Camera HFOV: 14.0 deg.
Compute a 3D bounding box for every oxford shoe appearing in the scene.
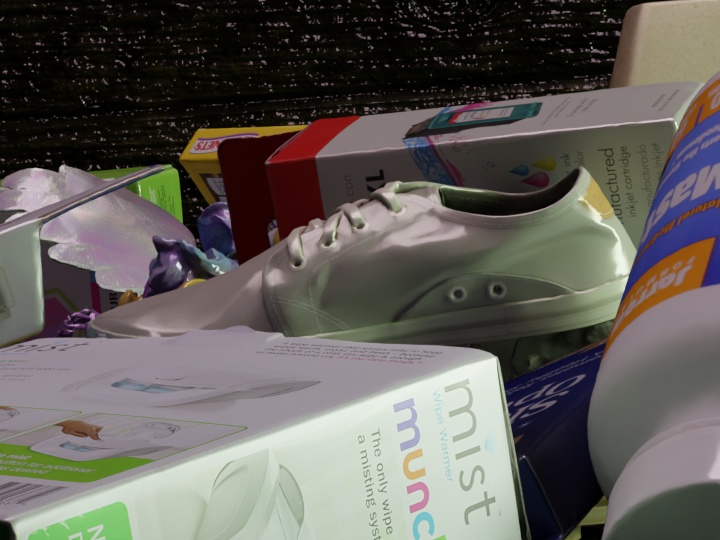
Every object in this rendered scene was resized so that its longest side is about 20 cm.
[{"bbox_3d":[0.000,0.000,1.040,0.200,0.058,0.075,-9,12,4],"label":"oxford shoe"}]

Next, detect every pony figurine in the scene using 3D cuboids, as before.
[{"bbox_3d":[-0.075,0.036,1.287,0.193,0.167,0.200,22,-24,-17],"label":"pony figurine"}]

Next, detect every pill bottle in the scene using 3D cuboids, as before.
[{"bbox_3d":[0.130,0.027,0.881,0.112,0.112,0.200,-3,36,22],"label":"pill bottle"}]

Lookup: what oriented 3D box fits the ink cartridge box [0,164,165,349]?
[{"bbox_3d":[-0.177,0.024,0.987,0.200,0.047,0.198,-18,2,-21],"label":"ink cartridge box"}]

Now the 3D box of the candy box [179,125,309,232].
[{"bbox_3d":[0.006,0.013,1.341,0.102,0.200,0.026,-3,43,39],"label":"candy box"}]

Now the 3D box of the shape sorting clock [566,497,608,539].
[{"bbox_3d":[0.040,0.087,1.135,0.200,0.039,0.200,2,6,0],"label":"shape sorting clock"}]

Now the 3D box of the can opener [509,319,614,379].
[{"bbox_3d":[0.152,0.040,1.043,0.200,0.067,0.053,-3,45,8],"label":"can opener"}]

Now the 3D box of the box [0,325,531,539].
[{"bbox_3d":[-0.085,0.080,0.795,0.200,0.097,0.176,-1,11,43],"label":"box"}]

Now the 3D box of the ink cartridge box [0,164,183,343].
[{"bbox_3d":[-0.186,0.032,1.431,0.200,0.148,0.076,-4,5,12],"label":"ink cartridge box"}]

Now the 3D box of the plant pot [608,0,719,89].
[{"bbox_3d":[0.203,-0.037,1.466,0.199,0.177,0.200,-4,-12,1],"label":"plant pot"}]

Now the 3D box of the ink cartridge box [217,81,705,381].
[{"bbox_3d":[0.038,0.000,1.115,0.200,0.116,0.067,-6,15,19],"label":"ink cartridge box"}]

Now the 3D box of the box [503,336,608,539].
[{"bbox_3d":[0.031,0.070,0.931,0.121,0.032,0.200,-25,6,28],"label":"box"}]
